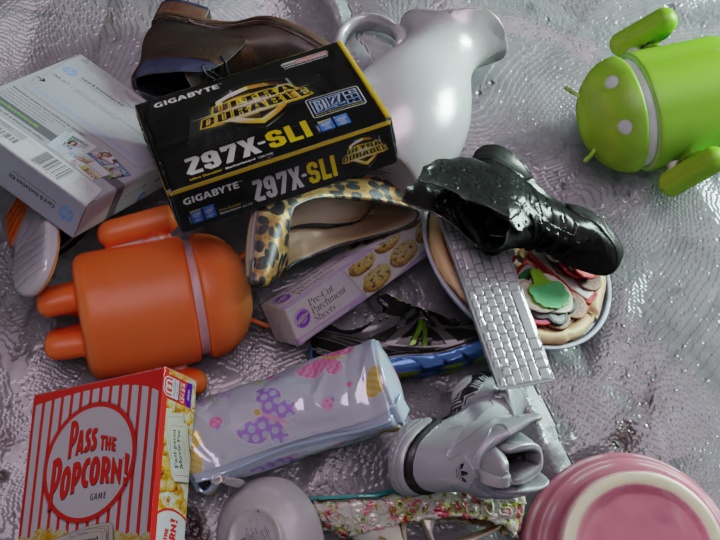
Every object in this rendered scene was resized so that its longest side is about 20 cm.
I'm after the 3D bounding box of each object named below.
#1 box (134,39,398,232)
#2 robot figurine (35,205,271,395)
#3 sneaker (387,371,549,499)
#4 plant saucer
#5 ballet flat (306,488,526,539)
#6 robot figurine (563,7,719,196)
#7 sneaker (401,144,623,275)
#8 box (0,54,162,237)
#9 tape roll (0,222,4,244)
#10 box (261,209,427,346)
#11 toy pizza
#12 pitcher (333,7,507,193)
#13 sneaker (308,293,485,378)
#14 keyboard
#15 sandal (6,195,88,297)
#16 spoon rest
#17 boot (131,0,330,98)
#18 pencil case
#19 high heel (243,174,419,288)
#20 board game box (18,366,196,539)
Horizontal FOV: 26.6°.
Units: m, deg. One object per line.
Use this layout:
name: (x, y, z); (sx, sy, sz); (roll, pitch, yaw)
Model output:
box: (-0.085, -0.121, 1.330); (0.200, 0.049, 0.160); (-18, 39, -7)
robot figurine: (-0.182, 0.032, 1.346); (0.200, 0.117, 0.144); (-11, 57, -9)
sneaker: (0.119, 0.143, 1.296); (0.115, 0.075, 0.200); (3, 17, 34)
plant saucer: (0.239, 0.253, 1.320); (0.200, 0.051, 0.201); (4, 68, -9)
ballet flat: (0.051, 0.214, 1.317); (0.200, 0.076, 0.064); (-7, 78, -6)
robot figurine: (0.299, -0.160, 1.473); (0.200, 0.116, 0.176); (-12, 76, -10)
sneaker: (0.138, -0.040, 1.341); (0.200, 0.060, 0.104); (38, 42, -5)
box: (-0.258, -0.119, 1.383); (0.156, 0.041, 0.200); (35, 33, 9)
tape roll: (-0.428, -0.034, 1.302); (0.203, 0.203, 0.139); (31, 68, 7)
box: (0.000, 0.000, 1.391); (0.200, 0.039, 0.041); (-34, 115, -30)
toy pizza: (0.150, -0.017, 1.403); (0.200, 0.032, 0.200); (16, 50, -20)
pitcher: (0.031, -0.169, 1.462); (0.172, 0.121, 0.200); (11, 55, 23)
sneaker: (0.050, 0.056, 1.382); (0.200, 0.071, 0.083); (-10, 75, -7)
keyboard: (0.115, 0.011, 1.342); (0.056, 0.011, 0.200); (-10, 68, -20)
sandal: (-0.276, -0.034, 1.368); (0.059, 0.079, 0.207); (28, 26, -28)
spoon rest: (-0.061, 0.271, 1.286); (0.099, 0.061, 0.200); (-29, 67, 17)
boot: (-0.122, -0.192, 1.458); (0.200, 0.075, 0.097); (14, 59, 18)
pencil case: (-0.060, 0.126, 1.304); (0.200, 0.091, 0.083); (-20, 113, 5)
high heel: (-0.024, -0.032, 1.329); (0.143, 0.071, 0.200); (12, 32, 1)
board game box: (-0.214, 0.192, 1.269); (0.151, 0.046, 0.200); (-14, 62, 31)
